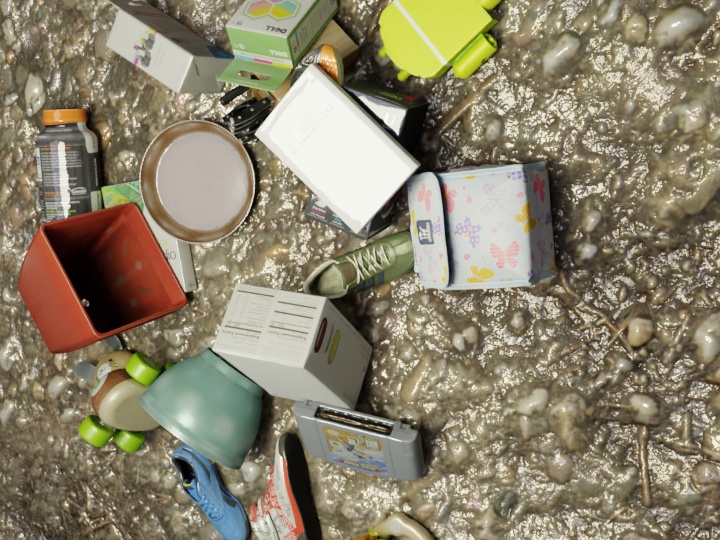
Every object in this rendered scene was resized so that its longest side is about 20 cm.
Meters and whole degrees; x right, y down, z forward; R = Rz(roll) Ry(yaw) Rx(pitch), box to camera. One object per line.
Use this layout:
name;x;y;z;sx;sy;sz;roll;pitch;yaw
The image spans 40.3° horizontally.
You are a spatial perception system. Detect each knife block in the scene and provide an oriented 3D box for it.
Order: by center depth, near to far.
knife block;-0.114;-0.273;1.430;0.064;0.176;0.200;49;116;11

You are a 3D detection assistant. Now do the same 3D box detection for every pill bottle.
pill bottle;-0.501;-0.178;1.685;0.106;0.106;0.200;3;101;26

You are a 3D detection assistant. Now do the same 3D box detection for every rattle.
rattle;0.072;0.480;1.504;0.130;0.143;0.200;-36;76;9

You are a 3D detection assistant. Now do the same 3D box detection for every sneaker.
sneaker;-0.052;-0.251;1.418;0.076;0.092;0.200;23;139;11
sneaker;0.000;0.000;1.472;0.200;0.090;0.067;-24;88;28
sneaker;-0.141;0.371;1.627;0.108;0.067;0.202;-9;98;26
sneaker;-0.266;0.392;1.691;0.066;0.078;0.200;-31;86;26

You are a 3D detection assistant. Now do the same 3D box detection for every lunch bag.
lunch bag;0.157;-0.059;1.363;0.200;0.127;0.170;0;97;34

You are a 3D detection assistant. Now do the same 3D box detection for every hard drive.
hard drive;-0.033;-0.167;1.344;0.200;0.025;0.132;44;113;3

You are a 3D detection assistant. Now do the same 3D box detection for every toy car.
toy car;-0.427;0.186;1.703;0.200;0.158;0.164;41;96;33

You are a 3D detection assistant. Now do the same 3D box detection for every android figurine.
android figurine;0.109;-0.353;1.377;0.200;0.041;0.182;-43;80;26

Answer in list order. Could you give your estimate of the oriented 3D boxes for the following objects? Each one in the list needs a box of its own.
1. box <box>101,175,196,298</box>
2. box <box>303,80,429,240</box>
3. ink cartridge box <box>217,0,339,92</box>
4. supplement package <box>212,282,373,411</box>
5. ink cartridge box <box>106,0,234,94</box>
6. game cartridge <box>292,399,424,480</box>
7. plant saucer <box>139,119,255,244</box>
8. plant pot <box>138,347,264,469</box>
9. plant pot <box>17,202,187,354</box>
box;-0.363;-0.056;1.678;0.144;0.036;0.200;-7;95;28
box;0.010;-0.161;1.413;0.106;0.122;0.200;22;110;12
ink cartridge box;-0.123;-0.351;1.414;0.104;0.200;0.059;16;147;23
supplement package;-0.096;0.118;1.468;0.156;0.200;0.111;8;69;26
ink cartridge box;-0.315;-0.356;1.551;0.200;0.115;0.068;35;113;18
game cartridge;-0.001;0.265;1.512;0.200;0.042;0.133;11;138;19
plant saucer;-0.262;-0.143;1.593;0.200;0.032;0.201;2;97;14
plant pot;-0.238;0.211;1.593;0.200;0.200;0.134;35;86;17
plant pot;-0.445;0.031;1.618;0.176;0.200;0.200;-34;83;38
